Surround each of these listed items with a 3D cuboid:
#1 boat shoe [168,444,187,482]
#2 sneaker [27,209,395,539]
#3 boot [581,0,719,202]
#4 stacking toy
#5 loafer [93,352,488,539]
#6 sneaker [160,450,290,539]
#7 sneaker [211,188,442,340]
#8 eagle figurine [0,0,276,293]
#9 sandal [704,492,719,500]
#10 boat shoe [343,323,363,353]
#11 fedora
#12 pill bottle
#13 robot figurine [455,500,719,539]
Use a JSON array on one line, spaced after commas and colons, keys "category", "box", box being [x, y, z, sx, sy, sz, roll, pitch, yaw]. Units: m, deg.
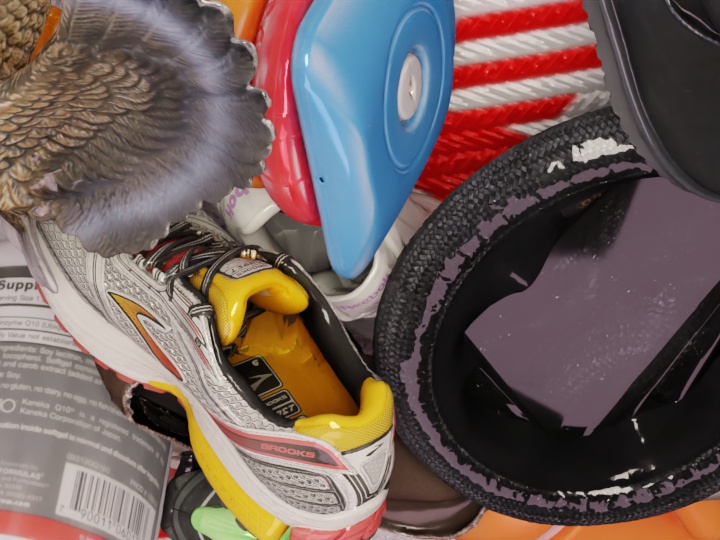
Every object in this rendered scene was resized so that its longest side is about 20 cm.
[{"category": "boat shoe", "box": [-0.100, 0.089, 1.078, 0.071, 0.063, 0.200, 0, 148, 16]}, {"category": "sneaker", "box": [-0.053, 0.011, 0.756, 0.200, 0.078, 0.082, 44, 143, 20]}, {"category": "boot", "box": [0.156, -0.066, 0.623, 0.199, 0.066, 0.165, 22, 154, 52]}, {"category": "stacking toy", "box": [-0.071, -0.080, 0.760, 0.198, 0.110, 0.117, 9, 136, 21]}, {"category": "loafer", "box": [-0.027, 0.072, 0.842, 0.199, 0.071, 0.073, 24, 121, -19]}, {"category": "sneaker", "box": [-0.046, 0.107, 0.976, 0.083, 0.077, 0.200, 15, 177, 10]}, {"category": "sneaker", "box": [0.000, 0.000, 0.857, 0.075, 0.100, 0.200, -43, 131, 15]}, {"category": "eagle figurine", "box": [-0.119, -0.066, 0.672, 0.200, 0.151, 0.152, -39, 110, 19]}, {"category": "sandal", "box": [0.111, 0.068, 0.887, 0.198, 0.082, 0.055, -1, -169, 3]}, {"category": "boat shoe", "box": [-0.030, 0.036, 0.968, 0.071, 0.072, 0.200, -12, 166, 9]}, {"category": "fedora", "box": [0.101, 0.006, 0.823, 0.199, 0.092, 0.202, 0, 120, 1]}, {"category": "pill bottle", "box": [-0.137, 0.058, 0.893, 0.115, 0.201, 0.116, 6, 150, 3]}, {"category": "robot figurine", "box": [0.109, 0.101, 0.997, 0.199, 0.144, 0.117, 30, 105, -33]}]
